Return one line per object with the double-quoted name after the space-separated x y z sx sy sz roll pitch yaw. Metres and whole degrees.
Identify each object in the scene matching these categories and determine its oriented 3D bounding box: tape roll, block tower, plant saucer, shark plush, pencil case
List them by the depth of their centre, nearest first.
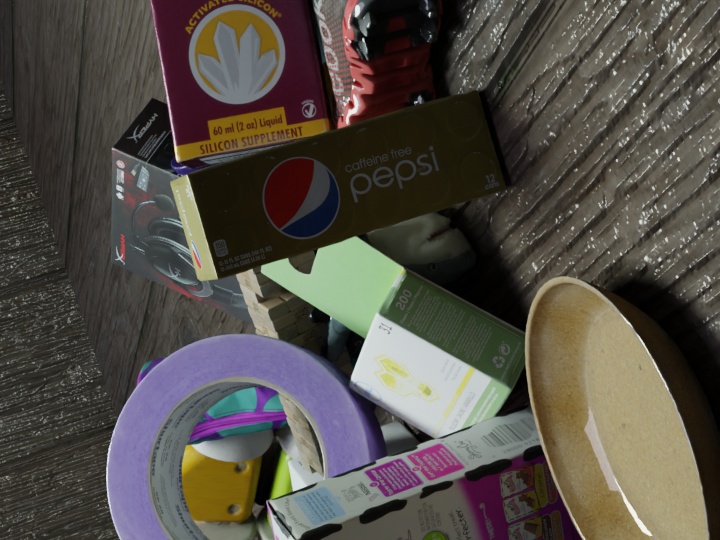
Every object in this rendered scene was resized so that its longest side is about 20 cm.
0.155 0.096 0.930 0.200 0.035 0.203 162 90 -73 "plant saucer"
0.008 0.019 1.193 0.083 0.091 0.200 43 128 5 "shark plush"
-0.081 0.150 1.215 0.085 0.198 0.202 30 -141 -78 "tape roll"
-0.043 0.068 1.307 0.058 0.054 0.202 28 140 61 "block tower"
-0.090 0.104 1.424 0.093 0.197 0.086 -88 -19 -45 "pencil case"

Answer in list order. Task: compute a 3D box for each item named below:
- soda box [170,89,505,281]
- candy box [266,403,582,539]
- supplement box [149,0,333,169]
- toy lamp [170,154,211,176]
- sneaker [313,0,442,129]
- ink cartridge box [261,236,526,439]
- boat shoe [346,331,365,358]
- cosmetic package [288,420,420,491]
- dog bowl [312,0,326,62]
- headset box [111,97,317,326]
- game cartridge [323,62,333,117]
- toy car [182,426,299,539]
-0.014 -0.054 1.037 0.064 0.198 0.069 173 79 -73 "soda box"
0.049 0.187 1.078 0.061 0.198 0.138 -142 38 -60 "candy box"
-0.088 -0.181 1.147 0.086 0.109 0.203 -24 -76 -88 "supplement box"
-0.084 -0.017 1.331 0.201 0.058 0.058 59 170 -25 "toy lamp"
0.009 -0.147 1.102 0.201 0.070 0.099 94 158 -55 "sneaker"
0.012 0.040 1.132 0.198 0.048 0.146 29 155 4 "ink cartridge box"
0.000 0.000 1.289 0.201 0.062 0.075 94 155 -47 "boat shoe"
0.028 0.210 1.324 0.200 0.112 0.082 40 144 57 "cosmetic package"
-0.060 -0.139 1.263 0.112 0.049 0.202 -132 30 -55 "dog bowl"
-0.114 -0.040 1.429 0.198 0.078 0.150 24 140 11 "headset box"
-0.027 -0.191 1.246 0.176 0.032 0.203 -165 62 -71 "game cartridge"
-0.093 0.181 1.571 0.151 0.197 0.177 -104 23 -58 "toy car"
